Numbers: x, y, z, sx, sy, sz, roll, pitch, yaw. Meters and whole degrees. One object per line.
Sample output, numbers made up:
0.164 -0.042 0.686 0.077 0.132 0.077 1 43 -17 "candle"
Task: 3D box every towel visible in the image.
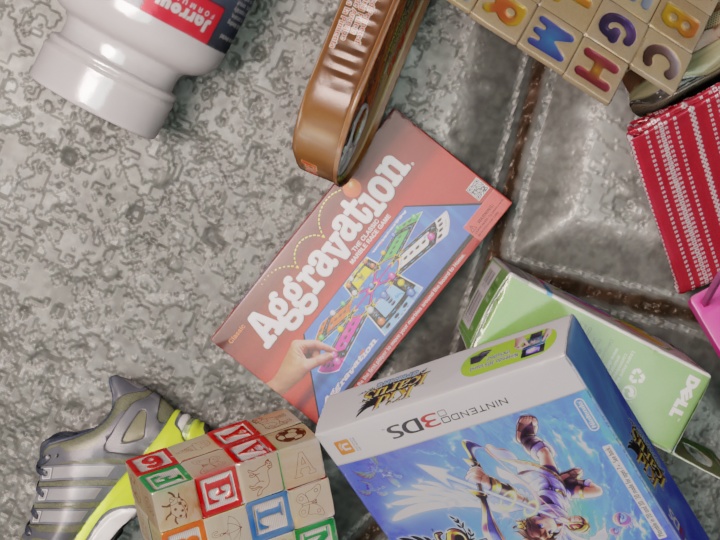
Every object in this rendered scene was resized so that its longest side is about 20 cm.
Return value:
0.276 -0.082 1.089 0.200 0.022 0.145 -28 125 -2 "towel"

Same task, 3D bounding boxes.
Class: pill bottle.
-0.123 -0.191 1.056 0.119 0.120 0.200 27 95 -4 "pill bottle"

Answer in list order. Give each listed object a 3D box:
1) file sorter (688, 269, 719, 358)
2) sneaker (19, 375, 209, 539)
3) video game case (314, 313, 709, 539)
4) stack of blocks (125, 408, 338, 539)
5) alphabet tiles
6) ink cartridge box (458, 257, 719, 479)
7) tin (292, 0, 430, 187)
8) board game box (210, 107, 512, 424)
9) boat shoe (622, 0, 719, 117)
0.322 0.060 1.047 0.139 0.125 0.200 -28 76 -2 "file sorter"
-0.194 0.154 1.122 0.081 0.074 0.200 43 86 2 "sneaker"
0.098 0.140 1.067 0.181 0.045 0.200 -20 117 28 "video game case"
-0.073 0.205 1.098 0.115 0.059 0.200 -16 111 -20 "stack of blocks"
0.128 -0.198 1.031 0.200 0.006 0.167 32 62 -5 "alphabet tiles"
0.166 0.064 1.095 0.200 0.104 0.059 27 96 -3 "ink cartridge box"
0.009 -0.151 1.061 0.042 0.112 0.200 22 87 12 "tin"
0.000 0.000 1.128 0.103 0.019 0.200 38 94 -3 "board game box"
0.254 -0.174 1.088 0.200 0.076 0.074 -28 79 -2 "boat shoe"
